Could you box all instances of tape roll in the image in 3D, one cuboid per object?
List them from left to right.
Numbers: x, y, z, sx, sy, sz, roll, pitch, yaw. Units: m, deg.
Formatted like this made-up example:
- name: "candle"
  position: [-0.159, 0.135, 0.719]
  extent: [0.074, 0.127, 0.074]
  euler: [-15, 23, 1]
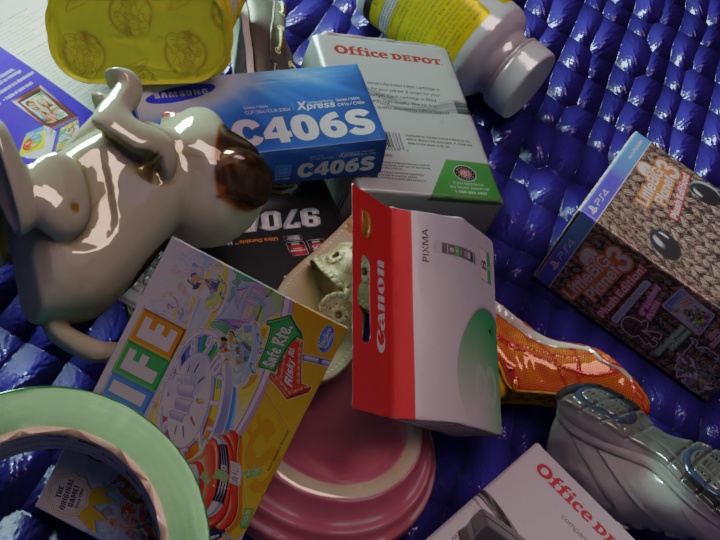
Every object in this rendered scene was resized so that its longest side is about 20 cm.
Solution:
- name: "tape roll"
  position: [-0.192, 0.174, 0.762]
  extent: [0.198, 0.048, 0.202]
  euler: [4, 71, -10]

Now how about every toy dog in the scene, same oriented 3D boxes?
- name: "toy dog"
  position: [-0.160, -0.051, 0.891]
  extent: [0.199, 0.140, 0.195]
  euler: [-23, 78, -29]

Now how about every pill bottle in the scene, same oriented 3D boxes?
- name: "pill bottle"
  position: [0.100, -0.252, 1.286]
  extent: [0.200, 0.112, 0.111]
  euler: [42, 46, 14]

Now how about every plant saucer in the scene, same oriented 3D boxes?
- name: "plant saucer"
  position: [-0.031, 0.118, 0.940]
  extent: [0.199, 0.051, 0.202]
  euler: [14, 46, -15]

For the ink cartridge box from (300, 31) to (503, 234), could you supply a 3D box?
- name: "ink cartridge box"
  position: [0.029, -0.118, 1.152]
  extent: [0.145, 0.083, 0.201]
  euler: [3, 51, -22]

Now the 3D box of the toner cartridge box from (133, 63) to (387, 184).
- name: "toner cartridge box"
  position: [-0.086, -0.118, 1.035]
  extent: [0.198, 0.043, 0.095]
  euler: [-8, 52, -17]

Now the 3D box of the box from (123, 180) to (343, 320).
- name: "box"
  position: [-0.110, -0.027, 1.030]
  extent: [0.198, 0.046, 0.160]
  euler: [-6, 54, -29]

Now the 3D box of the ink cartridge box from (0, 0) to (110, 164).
- name: "ink cartridge box"
  position: [-0.285, -0.161, 1.065]
  extent: [0.199, 0.044, 0.198]
  euler: [37, 45, 6]

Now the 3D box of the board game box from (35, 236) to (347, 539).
- name: "board game box"
  position: [-0.112, 0.097, 0.840]
  extent: [0.134, 0.034, 0.201]
  euler: [27, 89, -1]

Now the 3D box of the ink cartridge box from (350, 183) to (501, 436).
- name: "ink cartridge box"
  position: [0.052, 0.034, 0.925]
  extent: [0.050, 0.200, 0.163]
  euler: [-6, 75, 21]

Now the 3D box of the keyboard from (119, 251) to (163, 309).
- name: "keyboard"
  position: [-0.135, 0.021, 0.936]
  extent: [0.199, 0.011, 0.056]
  euler: [27, 47, 3]

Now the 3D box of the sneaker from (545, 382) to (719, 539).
- name: "sneaker"
  position: [0.229, 0.168, 0.973]
  extent: [0.199, 0.088, 0.074]
  euler: [34, 29, 34]

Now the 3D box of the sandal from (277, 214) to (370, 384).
- name: "sandal"
  position: [-0.005, -0.003, 0.966]
  extent: [0.077, 0.070, 0.212]
  euler: [36, 37, -3]

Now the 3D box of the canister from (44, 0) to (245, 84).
- name: "canister"
  position: [-0.173, -0.235, 1.074]
  extent: [0.147, 0.087, 0.200]
  euler: [0, 29, 3]

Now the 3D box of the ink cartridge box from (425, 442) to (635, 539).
- name: "ink cartridge box"
  position: [0.105, 0.237, 0.877]
  extent: [0.145, 0.084, 0.199]
  euler: [45, 46, 15]

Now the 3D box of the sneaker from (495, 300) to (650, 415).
- name: "sneaker"
  position: [0.147, 0.090, 1.051]
  extent: [0.199, 0.073, 0.078]
  euler: [23, 60, 4]

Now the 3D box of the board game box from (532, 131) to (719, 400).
- name: "board game box"
  position: [0.292, -0.008, 1.175]
  extent: [0.199, 0.097, 0.160]
  euler: [36, 45, 6]

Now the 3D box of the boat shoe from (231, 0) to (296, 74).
- name: "boat shoe"
  position: [-0.090, -0.193, 1.169]
  extent: [0.060, 0.072, 0.203]
  euler: [4, 46, -16]
